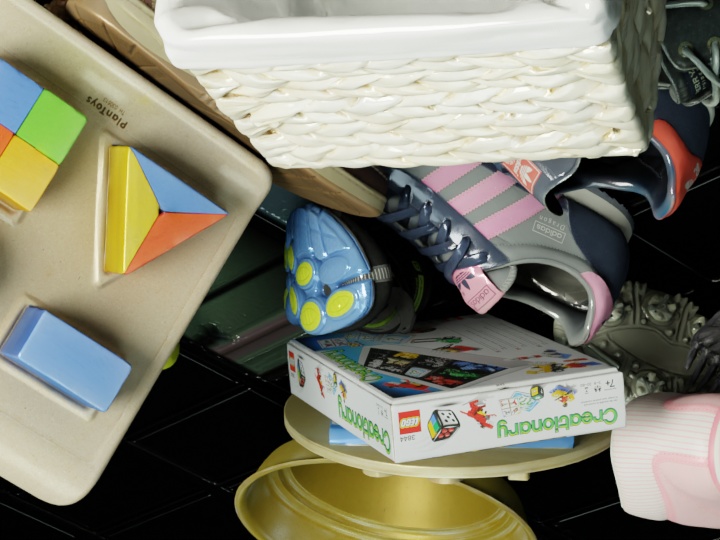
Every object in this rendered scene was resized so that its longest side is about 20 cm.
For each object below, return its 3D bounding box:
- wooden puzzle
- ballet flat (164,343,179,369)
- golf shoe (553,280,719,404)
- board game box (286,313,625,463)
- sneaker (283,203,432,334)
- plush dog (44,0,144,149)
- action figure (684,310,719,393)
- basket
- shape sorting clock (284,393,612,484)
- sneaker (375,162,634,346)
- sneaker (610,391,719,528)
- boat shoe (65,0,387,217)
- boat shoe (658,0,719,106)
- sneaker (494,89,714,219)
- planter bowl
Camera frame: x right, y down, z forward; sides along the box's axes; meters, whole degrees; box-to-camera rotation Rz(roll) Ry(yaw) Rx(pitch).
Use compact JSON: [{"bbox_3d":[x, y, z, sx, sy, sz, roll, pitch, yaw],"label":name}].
[{"bbox_3d":[-0.156,-0.009,1.116,0.185,0.200,0.046,35,173,-25],"label":"wooden puzzle"},{"bbox_3d":[-0.175,-0.001,1.392,0.200,0.067,0.067,31,132,-28],"label":"ballet flat"},{"bbox_3d":[0.192,0.071,1.373,0.200,0.078,0.097,22,155,-15],"label":"golf shoe"},{"bbox_3d":[0.047,0.060,1.267,0.126,0.035,0.200,-7,-170,-16],"label":"board game box"},{"bbox_3d":[0.000,0.000,1.288,0.083,0.071,0.200,-2,178,-3],"label":"sneaker"},{"bbox_3d":[-0.164,-0.052,1.222,0.172,0.200,0.160,-2,-178,40],"label":"plush dog"},{"bbox_3d":[0.255,0.023,1.238,0.119,0.102,0.200,19,153,-9],"label":"action figure"},{"bbox_3d":[0.031,-0.127,1.017,0.200,0.136,0.123,-1,152,20],"label":"basket"},{"bbox_3d":[0.056,0.085,1.360,0.200,0.200,0.039,4,111,14],"label":"shape sorting clock"},{"bbox_3d":[0.054,-0.025,1.245,0.200,0.082,0.070,20,149,-13],"label":"sneaker"},{"bbox_3d":[0.210,0.113,1.304,0.105,0.075,0.200,0,162,36],"label":"sneaker"},{"bbox_3d":[-0.052,-0.100,1.164,0.200,0.072,0.072,37,167,-26],"label":"boat shoe"},{"bbox_3d":[0.151,-0.106,1.080,0.200,0.071,0.072,-1,148,21],"label":"boat shoe"},{"bbox_3d":[0.073,-0.076,1.148,0.200,0.085,0.075,11,150,2],"label":"sneaker"},{"bbox_3d":[0.023,0.134,1.527,0.200,0.083,0.200,8,151,5],"label":"planter bowl"}]
